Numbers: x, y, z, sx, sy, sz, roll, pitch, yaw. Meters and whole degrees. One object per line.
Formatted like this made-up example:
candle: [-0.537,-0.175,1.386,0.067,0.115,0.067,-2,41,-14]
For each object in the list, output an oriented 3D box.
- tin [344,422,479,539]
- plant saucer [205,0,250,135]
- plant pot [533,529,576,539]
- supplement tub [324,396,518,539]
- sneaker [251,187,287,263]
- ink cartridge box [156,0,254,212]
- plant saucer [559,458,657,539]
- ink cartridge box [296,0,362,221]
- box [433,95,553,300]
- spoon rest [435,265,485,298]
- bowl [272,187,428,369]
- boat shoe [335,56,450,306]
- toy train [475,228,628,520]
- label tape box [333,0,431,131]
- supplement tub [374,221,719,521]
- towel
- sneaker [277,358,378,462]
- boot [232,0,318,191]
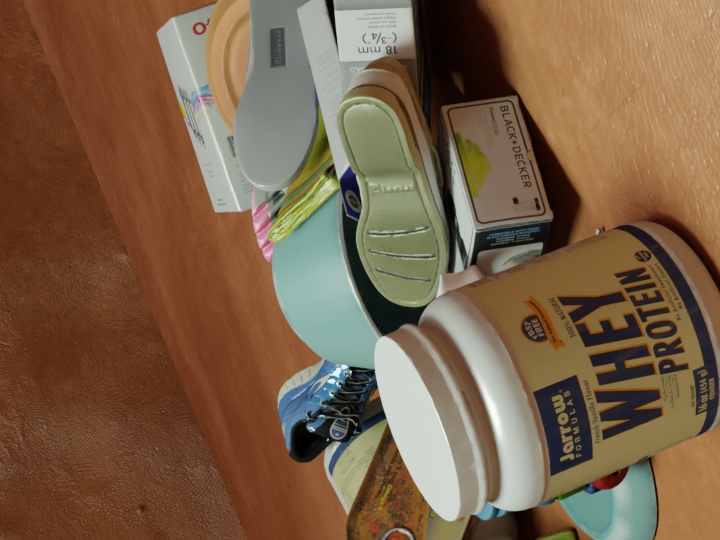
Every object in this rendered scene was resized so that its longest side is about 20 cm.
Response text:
tin: [0.061,0.199,1.509,0.111,0.201,0.042,12,153,29]
plant saucer: [-0.065,-0.181,1.513,0.199,0.037,0.202,12,113,29]
plant pot: [0.139,0.341,1.389,0.181,0.197,0.202,-134,27,-70]
supplement tub: [0.064,0.230,1.600,0.145,0.143,0.201,90,156,-52]
sneaker: [-0.038,-0.022,1.577,0.201,0.079,0.096,56,-169,-23]
ink cartridge box: [-0.101,-0.174,1.666,0.145,0.144,0.202,-170,61,-76]
plant saucer: [0.171,0.132,1.317,0.200,0.027,0.202,159,90,-76]
ink cartridge box: [0.007,-0.122,1.333,0.094,0.037,0.202,23,-133,-48]
box: [0.094,-0.026,1.278,0.201,0.059,0.118,95,165,-58]
spoon rest: [0.085,0.042,1.233,0.200,0.098,0.061,67,-170,-72]
bowl: [0.000,0.000,1.397,0.104,0.200,0.203,-18,93,32]
boat shoe: [0.033,-0.065,1.243,0.069,0.074,0.201,-66,-26,-46]
toy train: [0.124,0.076,1.182,0.084,0.115,0.202,28,129,49]
label tape box: [0.016,-0.194,1.280,0.145,0.063,0.201,-87,-8,-52]
supplement tub: [0.123,0.065,1.060,0.145,0.198,0.146,160,90,-75]
towel: [-0.032,-0.107,1.382,0.018,0.086,0.201,38,-145,-18]
sneaker: [-0.011,0.113,1.551,0.200,0.078,0.090,-52,29,39]
boot: [-0.060,-0.149,1.400,0.096,0.073,0.202,63,-151,-69]
